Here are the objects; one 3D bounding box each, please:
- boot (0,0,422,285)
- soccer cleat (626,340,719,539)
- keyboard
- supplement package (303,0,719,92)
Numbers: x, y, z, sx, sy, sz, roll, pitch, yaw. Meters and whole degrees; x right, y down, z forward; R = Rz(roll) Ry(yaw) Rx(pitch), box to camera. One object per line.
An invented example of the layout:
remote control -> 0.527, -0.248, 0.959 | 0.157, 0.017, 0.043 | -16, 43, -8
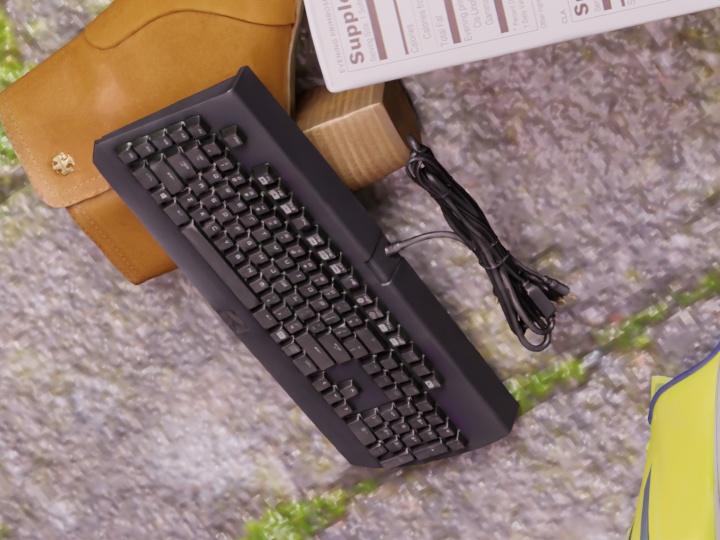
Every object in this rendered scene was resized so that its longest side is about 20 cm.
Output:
boot -> -0.078, -0.094, 1.128 | 0.144, 0.071, 0.201 | -20, 112, 16
soccer cleat -> 0.134, 0.085, 1.161 | 0.084, 0.065, 0.200 | 47, 126, 27
keyboard -> 0.000, 0.000, 1.139 | 0.127, 0.021, 0.200 | -23, 126, 24
supplement package -> 0.073, -0.146, 1.019 | 0.200, 0.114, 0.110 | -12, 108, 6
